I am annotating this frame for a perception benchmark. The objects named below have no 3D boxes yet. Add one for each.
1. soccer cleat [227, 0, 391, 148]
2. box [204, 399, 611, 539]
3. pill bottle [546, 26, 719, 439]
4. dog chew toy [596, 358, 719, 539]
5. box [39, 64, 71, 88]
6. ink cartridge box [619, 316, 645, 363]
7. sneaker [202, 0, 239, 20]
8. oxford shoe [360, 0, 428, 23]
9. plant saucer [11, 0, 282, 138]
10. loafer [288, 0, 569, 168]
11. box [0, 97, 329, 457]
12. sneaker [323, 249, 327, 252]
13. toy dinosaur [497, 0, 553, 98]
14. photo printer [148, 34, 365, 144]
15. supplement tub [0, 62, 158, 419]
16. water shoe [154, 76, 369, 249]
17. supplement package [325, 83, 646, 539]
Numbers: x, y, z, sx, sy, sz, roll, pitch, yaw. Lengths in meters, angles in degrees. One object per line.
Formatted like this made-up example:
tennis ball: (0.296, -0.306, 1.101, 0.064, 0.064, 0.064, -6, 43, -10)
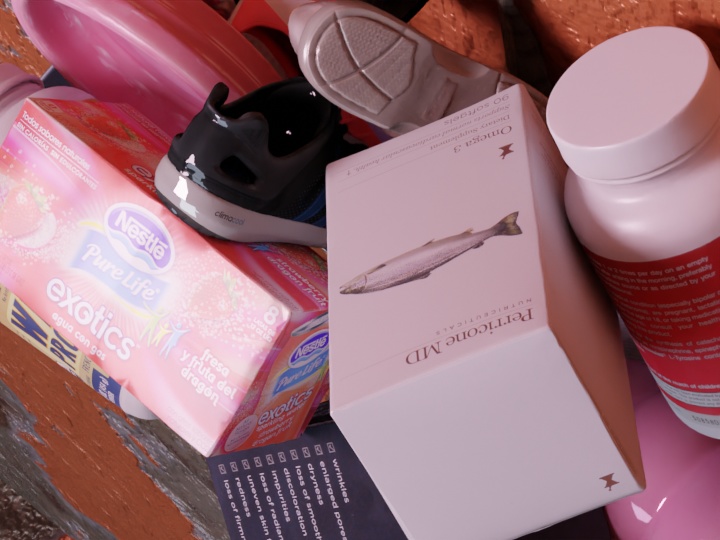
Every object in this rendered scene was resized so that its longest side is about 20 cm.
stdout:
soccer cleat: (0.007, -0.098, 1.460, 0.200, 0.076, 0.067, 47, 162, -7)
box: (0.035, 0.165, 1.398, 0.196, 0.123, 0.202, -15, 91, 54)
pill bottle: (0.168, -0.019, 1.229, 0.112, 0.112, 0.200, 22, 152, 49)
dog chew toy: (0.184, 0.123, 1.381, 0.200, 0.124, 0.125, 43, 164, 31)
box: (-0.131, -0.065, 1.711, 0.200, 0.107, 0.148, 43, -174, 2)
ink cartridge box: (0.202, 0.062, 1.453, 0.200, 0.041, 0.199, 51, 161, -23)
sneaker: (-0.115, -0.217, 1.460, 0.073, 0.088, 0.200, 5, 149, 32)
oxford shoe: (0.013, -0.185, 1.265, 0.084, 0.073, 0.200, 45, 162, 2)
plant saucer: (-0.112, -0.118, 1.454, 0.200, 0.051, 0.201, 35, 166, 10)
loafer: (0.046, -0.085, 1.317, 0.199, 0.072, 0.063, 33, -175, -25)
box: (-0.105, 0.000, 1.333, 0.200, 0.095, 0.102, 38, -162, 22)
sneaker: (0.000, 0.000, 1.491, 0.075, 0.116, 0.200, 40, -161, 24)
toy dinosaur: (0.083, -0.086, 1.375, 0.088, 0.048, 0.201, 6, 139, 35)
photo printer: (-0.097, -0.071, 1.580, 0.166, 0.200, 0.069, 45, -162, 4)
supplement tub: (-0.165, -0.020, 1.495, 0.199, 0.145, 0.145, 34, 161, 10)
water shoe: (-0.026, -0.059, 1.322, 0.071, 0.079, 0.200, 40, -158, 22)
supplement package: (0.058, 0.024, 1.224, 0.201, 0.116, 0.118, -93, -23, -52)
